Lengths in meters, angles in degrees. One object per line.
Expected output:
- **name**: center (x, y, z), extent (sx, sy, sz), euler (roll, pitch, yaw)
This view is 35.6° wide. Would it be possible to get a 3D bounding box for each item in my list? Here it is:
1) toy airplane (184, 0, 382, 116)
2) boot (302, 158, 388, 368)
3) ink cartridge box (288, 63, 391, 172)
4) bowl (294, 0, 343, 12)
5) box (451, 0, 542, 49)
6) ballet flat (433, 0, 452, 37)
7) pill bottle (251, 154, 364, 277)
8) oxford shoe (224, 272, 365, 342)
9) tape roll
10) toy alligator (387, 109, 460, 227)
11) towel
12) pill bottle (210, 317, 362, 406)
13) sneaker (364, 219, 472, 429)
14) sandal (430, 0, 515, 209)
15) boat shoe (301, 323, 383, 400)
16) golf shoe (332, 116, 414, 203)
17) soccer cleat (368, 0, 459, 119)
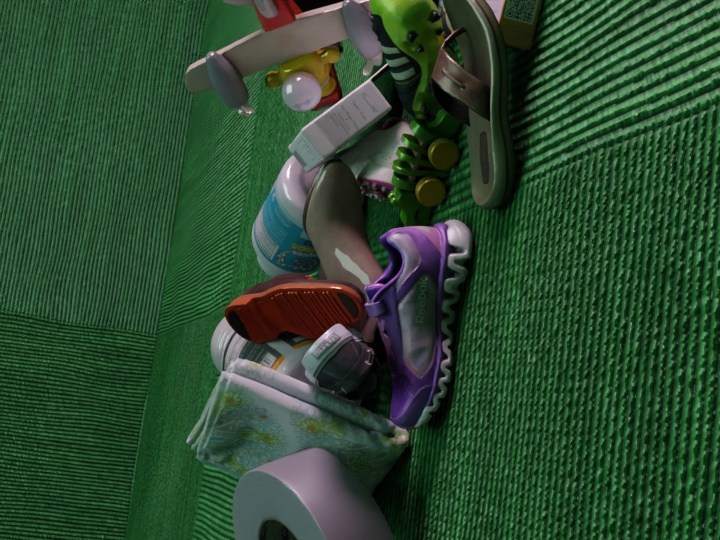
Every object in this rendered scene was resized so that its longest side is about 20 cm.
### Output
- **toy airplane**: center (-0.075, -0.246, 1.248), extent (0.200, 0.199, 0.141), euler (-47, 46, 50)
- **boot**: center (0.000, 0.000, 1.189), extent (0.146, 0.070, 0.200), euler (51, 152, 43)
- **ink cartridge box**: center (0.004, -0.185, 1.260), extent (0.176, 0.045, 0.200), euler (-39, 6, -5)
- **bowl**: center (-0.023, -0.348, 1.335), extent (0.039, 0.200, 0.201), euler (60, 149, 16)
- **box**: center (0.140, -0.303, 1.017), extent (0.119, 0.041, 0.200), euler (-139, 63, -71)
- **ballet flat**: center (0.075, -0.283, 1.184), extent (0.200, 0.057, 0.067), euler (-125, 47, -67)
- **pill bottle**: center (-0.076, -0.063, 1.456), extent (0.200, 0.111, 0.111), euler (126, 150, -56)
- **oxford shoe**: center (-0.062, 0.026, 1.179), extent (0.200, 0.071, 0.073), euler (-6, 34, 46)
- **tape roll**: center (-0.044, 0.274, 1.073), extent (0.200, 0.066, 0.201), euler (30, 129, 45)
- **toy alligator**: center (0.053, -0.086, 1.143), extent (0.059, 0.054, 0.200), euler (-110, 34, -60)
- **towel**: center (-0.070, 0.177, 1.148), extent (0.171, 0.200, 0.048), euler (120, 171, -51)
- **pill bottle**: center (-0.090, 0.112, 1.275), extent (0.200, 0.116, 0.117), euler (26, 106, 58)
- **sneaker**: center (0.042, 0.046, 1.046), extent (0.080, 0.088, 0.201), euler (-175, 94, -72)
- **sandal**: center (0.093, -0.152, 0.976), extent (0.080, 0.057, 0.201), euler (163, 100, -78)
- **boat shoe**: center (-0.008, 0.096, 1.083), extent (0.070, 0.066, 0.200), euler (-46, -8, -7)
- **golf shoe**: center (0.022, -0.127, 1.267), extent (0.092, 0.075, 0.200), euler (-66, 22, 0)
- **soccer cleat**: center (0.050, -0.218, 1.092), extent (0.081, 0.067, 0.200), euler (48, 173, 23)
